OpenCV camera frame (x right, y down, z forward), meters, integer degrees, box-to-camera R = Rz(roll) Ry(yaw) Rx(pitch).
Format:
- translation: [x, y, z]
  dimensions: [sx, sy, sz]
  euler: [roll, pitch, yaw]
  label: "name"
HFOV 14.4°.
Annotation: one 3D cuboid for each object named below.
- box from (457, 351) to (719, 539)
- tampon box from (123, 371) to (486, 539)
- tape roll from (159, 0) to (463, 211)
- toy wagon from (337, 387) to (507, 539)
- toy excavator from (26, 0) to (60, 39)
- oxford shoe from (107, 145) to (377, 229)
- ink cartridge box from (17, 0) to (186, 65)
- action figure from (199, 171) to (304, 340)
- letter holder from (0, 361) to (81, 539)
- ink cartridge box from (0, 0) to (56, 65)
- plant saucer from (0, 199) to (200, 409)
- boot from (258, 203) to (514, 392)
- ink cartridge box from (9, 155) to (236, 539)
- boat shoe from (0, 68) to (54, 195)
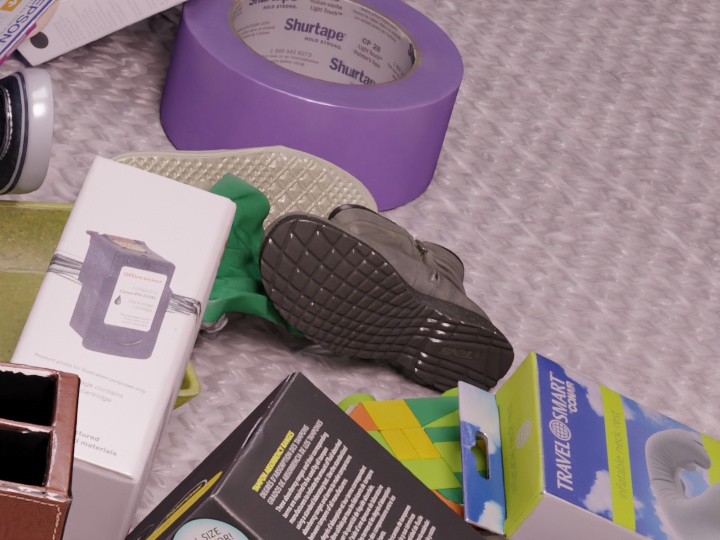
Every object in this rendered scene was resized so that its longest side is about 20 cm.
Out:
- translation: [0.152, 0.126, 1.611]
  dimensions: [0.200, 0.048, 0.122]
  euler: [25, 34, -19]
  label: "box"
- translation: [-0.020, 0.182, 1.337]
  dimensions: [0.200, 0.150, 0.126]
  euler: [42, 31, -4]
  label: "tampon box"
- translation: [-0.034, -0.127, 1.967]
  dimensions: [0.199, 0.085, 0.200]
  euler: [12, 30, -7]
  label: "tape roll"
- translation: [0.036, 0.124, 1.630]
  dimensions: [0.199, 0.040, 0.155]
  euler: [-1, 34, -28]
  label: "toy wagon"
- translation: [-0.301, -0.184, 1.844]
  dimensions: [0.200, 0.195, 0.100]
  euler: [-38, 52, -14]
  label: "toy excavator"
- translation: [-0.084, -0.044, 1.831]
  dimensions: [0.199, 0.075, 0.058]
  euler: [5, -4, -22]
  label: "oxford shoe"
- translation: [-0.171, -0.213, 2.022]
  dimensions: [0.199, 0.043, 0.198]
  euler: [-18, 20, 25]
  label: "ink cartridge box"
- translation: [-0.091, 0.001, 1.690]
  dimensions: [0.118, 0.055, 0.200]
  euler: [55, 16, 7]
  label: "action figure"
- translation: [-0.218, 0.144, 1.318]
  dimensions: [0.142, 0.201, 0.101]
  euler: [10, 31, -9]
  label: "letter holder"
- translation: [-0.285, -0.094, 1.674]
  dimensions: [0.200, 0.043, 0.196]
  euler: [16, 59, 46]
  label: "ink cartridge box"
- translation: [-0.214, 0.030, 1.659]
  dimensions: [0.199, 0.048, 0.200]
  euler: [3, 33, -22]
  label: "plant saucer"
- translation: [0.000, 0.000, 1.760]
  dimensions: [0.200, 0.068, 0.131]
  euler: [30, 17, -34]
  label: "boot"
- translation: [-0.140, 0.063, 1.489]
  dimensions: [0.084, 0.145, 0.200]
  euler: [19, 47, -2]
  label: "ink cartridge box"
- translation: [-0.250, -0.076, 1.719]
  dimensions: [0.091, 0.071, 0.200]
  euler: [1, -10, -23]
  label: "boat shoe"
